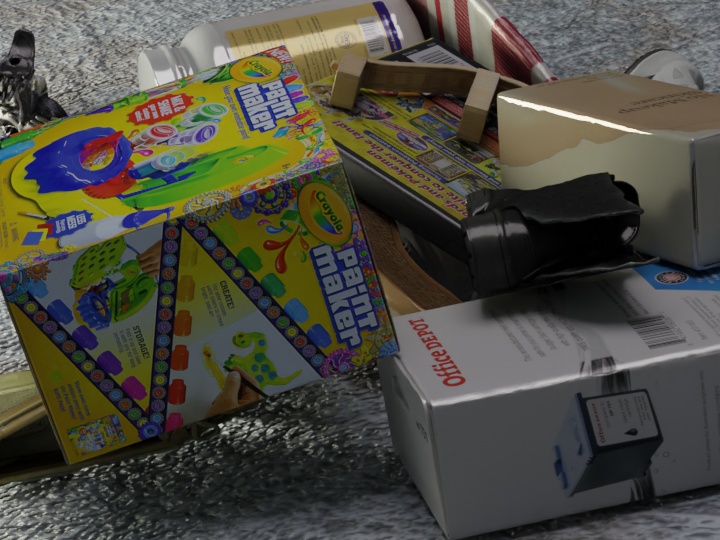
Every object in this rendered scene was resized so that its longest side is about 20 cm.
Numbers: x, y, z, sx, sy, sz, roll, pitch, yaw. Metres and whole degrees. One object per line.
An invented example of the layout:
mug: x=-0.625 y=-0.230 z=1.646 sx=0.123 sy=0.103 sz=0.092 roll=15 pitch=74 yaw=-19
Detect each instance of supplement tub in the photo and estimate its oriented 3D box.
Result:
supplement tub: x=-0.054 y=-0.122 z=1.853 sx=0.200 sy=0.145 sz=0.145 roll=-12 pitch=21 yaw=-11

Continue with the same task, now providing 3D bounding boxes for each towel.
towel: x=0.090 y=-0.153 z=1.786 sx=0.023 sy=0.144 sz=0.200 roll=-30 pitch=56 yaw=-12

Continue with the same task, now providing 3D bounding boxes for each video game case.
video game case: x=0.063 y=-0.079 z=1.634 sx=0.200 sy=0.026 sz=0.181 roll=34 pitch=37 yaw=28

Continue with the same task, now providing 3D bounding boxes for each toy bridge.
toy bridge: x=0.077 y=-0.108 z=1.635 sx=0.200 sy=0.027 sz=0.067 roll=16 pitch=30 yaw=3

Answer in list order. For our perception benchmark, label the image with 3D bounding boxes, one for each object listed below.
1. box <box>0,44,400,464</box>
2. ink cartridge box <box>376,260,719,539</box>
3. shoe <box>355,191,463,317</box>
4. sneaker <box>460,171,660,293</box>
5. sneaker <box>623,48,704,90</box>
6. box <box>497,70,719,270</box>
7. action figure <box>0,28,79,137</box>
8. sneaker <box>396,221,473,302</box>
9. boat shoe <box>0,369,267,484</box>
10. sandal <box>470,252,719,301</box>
box: x=-0.100 y=-0.014 z=1.402 sx=0.193 sy=0.122 sz=0.200 roll=-19 pitch=25 yaw=-4
ink cartridge box: x=0.121 y=0.065 z=1.370 sx=0.200 sy=0.086 sz=0.146 roll=-12 pitch=20 yaw=-8
shoe: x=0.000 y=0.000 z=1.557 sx=0.070 sy=0.053 sz=0.200 roll=3 pitch=31 yaw=-35
sneaker: x=0.113 y=-0.021 z=1.419 sx=0.104 sy=0.060 sz=0.200 roll=-13 pitch=5 yaw=6
sneaker: x=0.233 y=-0.101 z=1.831 sx=0.115 sy=0.076 sz=0.200 roll=27 pitch=26 yaw=22
box: x=0.174 y=-0.063 z=1.485 sx=0.095 sy=0.078 sz=0.200 roll=-13 pitch=17 yaw=-29
action figure: x=-0.281 y=-0.119 z=1.976 sx=0.119 sy=0.200 sz=0.102 roll=25 pitch=70 yaw=16
sneaker: x=0.020 y=-0.029 z=1.671 sx=0.200 sy=0.076 sz=0.114 roll=28 pitch=7 yaw=23
boat shoe: x=-0.139 y=0.082 z=1.455 sx=0.201 sy=0.073 sz=0.063 roll=-10 pitch=30 yaw=-1
sandal: x=0.166 y=0.012 z=1.528 sx=0.200 sy=0.076 sz=0.043 roll=-6 pitch=-6 yaw=4
